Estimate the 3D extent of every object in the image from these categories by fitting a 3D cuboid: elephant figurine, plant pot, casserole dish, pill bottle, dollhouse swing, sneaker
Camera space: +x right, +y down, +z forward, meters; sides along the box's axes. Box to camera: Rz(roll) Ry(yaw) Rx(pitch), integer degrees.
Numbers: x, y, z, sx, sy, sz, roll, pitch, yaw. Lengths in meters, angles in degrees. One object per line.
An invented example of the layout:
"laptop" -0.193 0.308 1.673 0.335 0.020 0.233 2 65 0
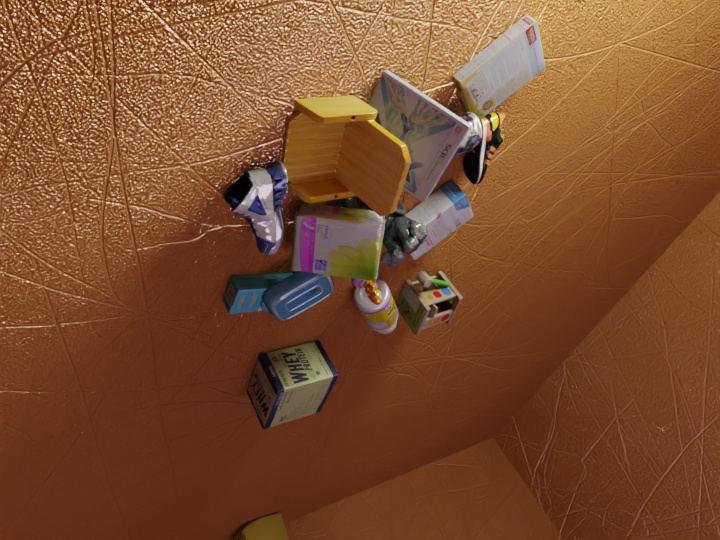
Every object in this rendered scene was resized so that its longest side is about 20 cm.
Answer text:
"elephant figurine" 0.058 -0.121 1.333 0.141 0.200 0.155 -43 173 -15
"plant pot" -0.465 1.251 2.556 0.199 0.196 0.194 16 123 -42
"casserole dish" -0.143 0.055 1.351 0.199 0.039 0.121 -31 146 -10
"pill bottle" 0.052 0.110 1.625 0.104 0.104 0.200 -32 148 -4
"dollhouse swing" -0.034 -0.199 1.083 0.181 0.176 0.201 -13 142 -27
"sneaker" 0.309 -0.294 1.366 0.090 0.070 0.201 -22 143 -13
"sneaker" -0.216 -0.125 1.121 0.115 0.081 0.200 -11 134 -26

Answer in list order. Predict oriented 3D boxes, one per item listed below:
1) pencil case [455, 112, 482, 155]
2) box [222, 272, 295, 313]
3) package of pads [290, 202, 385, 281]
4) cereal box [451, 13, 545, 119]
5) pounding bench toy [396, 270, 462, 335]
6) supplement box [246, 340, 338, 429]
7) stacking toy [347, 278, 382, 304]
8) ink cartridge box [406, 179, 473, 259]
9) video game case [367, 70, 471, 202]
"pencil case" 0.167 -0.282 1.201 0.199 0.090 0.078 -21 154 -24
"box" -0.224 0.053 1.357 0.199 0.049 0.082 -3 136 -39
"package of pads" -0.051 -0.066 1.242 0.199 0.068 0.155 7 124 -2
"cereal box" 0.302 -0.431 1.215 0.200 0.040 0.144 -38 147 5
"pounding bench toy" 0.224 0.071 1.709 0.155 0.124 0.201 -15 142 -28
"supplement box" -0.204 0.336 1.658 0.199 0.135 0.201 -9 140 -34
"stacking toy" 0.000 0.000 1.346 0.109 0.200 0.116 -29 151 -7
"ink cartridge box" 0.190 -0.130 1.473 0.200 0.068 0.115 -37 147 3
"video game case" 0.090 -0.262 1.114 0.183 0.200 0.022 -59 172 33
